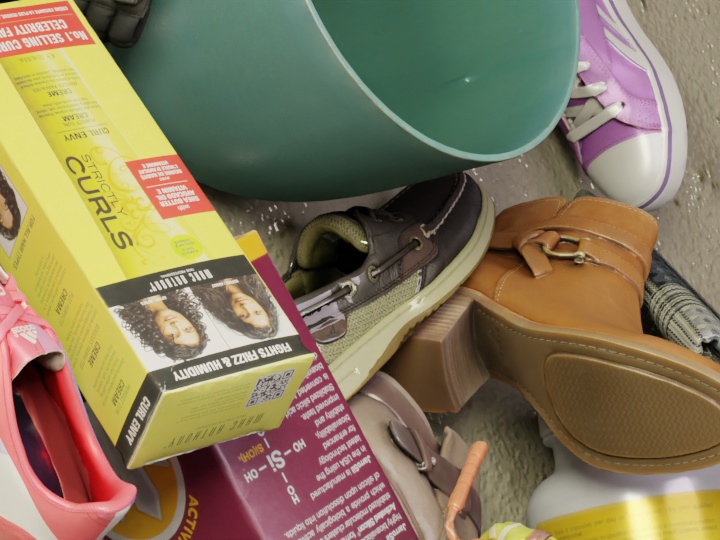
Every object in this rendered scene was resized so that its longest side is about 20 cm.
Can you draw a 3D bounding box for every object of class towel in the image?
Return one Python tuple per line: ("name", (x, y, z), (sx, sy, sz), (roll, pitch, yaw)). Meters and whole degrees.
("towel", (0.200, 0.056, 1.437), (0.200, 0.035, 0.193), (42, 7, -29))

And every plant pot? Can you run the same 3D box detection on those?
("plant pot", (-0.024, -0.121, 1.229), (0.201, 0.161, 0.201), (23, 58, -41))

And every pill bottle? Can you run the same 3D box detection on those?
("pill bottle", (0.144, 0.154, 1.339), (0.112, 0.112, 0.200), (5, 71, -47))

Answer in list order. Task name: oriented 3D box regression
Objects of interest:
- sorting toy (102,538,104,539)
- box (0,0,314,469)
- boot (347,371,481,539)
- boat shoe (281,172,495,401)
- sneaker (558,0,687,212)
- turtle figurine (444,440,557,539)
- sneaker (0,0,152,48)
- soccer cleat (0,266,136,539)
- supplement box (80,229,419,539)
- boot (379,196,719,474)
("sorting toy", (-0.143, 0.188, 1.034), (0.200, 0.070, 0.199), (-38, 103, -49))
("box", (-0.102, -0.019, 1.042), (0.075, 0.050, 0.200), (-13, 55, -35))
("boot", (0.036, 0.148, 1.261), (0.200, 0.070, 0.146), (60, 27, -31))
("boat shoe", (0.000, 0.000, 1.273), (0.065, 0.073, 0.200), (60, 41, -19))
("sneaker", (0.097, -0.120, 1.443), (0.114, 0.073, 0.201), (-7, 69, -46))
("turtle figurine", (0.100, 0.173, 1.202), (0.161, 0.064, 0.200), (56, 12, -35))
("sneaker", (-0.133, -0.150, 1.091), (0.200, 0.099, 0.071), (70, 29, -71))
("soccer cleat", (-0.149, 0.017, 0.997), (0.068, 0.073, 0.200), (-29, 93, -49))
("supplement box", (-0.057, 0.100, 1.127), (0.086, 0.110, 0.200), (-30, 92, -49))
("boot", (0.119, 0.020, 1.309), (0.155, 0.200, 0.074), (-46, 142, -48))
